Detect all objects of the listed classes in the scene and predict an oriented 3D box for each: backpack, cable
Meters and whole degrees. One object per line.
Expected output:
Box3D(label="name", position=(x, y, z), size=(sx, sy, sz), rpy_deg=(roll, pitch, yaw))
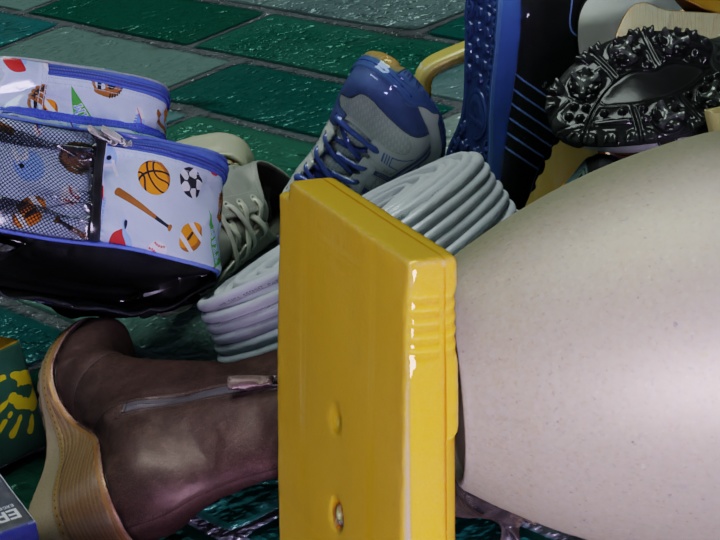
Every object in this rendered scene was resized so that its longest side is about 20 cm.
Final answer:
Box3D(label="backpack", position=(-0.176, -0.040, 1.535), size=(0.190, 0.155, 0.200), rpy_deg=(16, -11, -21))
Box3D(label="cable", position=(0.000, 0.000, 1.499), size=(0.200, 0.069, 0.200), rpy_deg=(-27, 7, 22))

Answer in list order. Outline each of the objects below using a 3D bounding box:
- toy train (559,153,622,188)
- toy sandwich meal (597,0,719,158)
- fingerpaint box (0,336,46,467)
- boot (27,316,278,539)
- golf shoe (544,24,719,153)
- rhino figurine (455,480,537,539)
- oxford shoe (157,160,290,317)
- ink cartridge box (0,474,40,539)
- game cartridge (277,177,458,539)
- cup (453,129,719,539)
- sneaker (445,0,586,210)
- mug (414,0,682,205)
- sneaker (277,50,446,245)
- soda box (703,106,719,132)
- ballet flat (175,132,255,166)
Box3D(label="toy train", position=(0.123, 0.015, 1.370), size=(0.114, 0.085, 0.200), rpy_deg=(-53, 11, 19))
Box3D(label="toy sandwich meal", position=(0.243, -0.109, 1.564), size=(0.204, 0.070, 0.206), rpy_deg=(-3, 60, 4))
Box3D(label="fingerpaint box", position=(-0.313, 0.092, 1.523), size=(0.167, 0.074, 0.200), rpy_deg=(-28, 24, -35))
Box3D(label="boot", position=(-0.095, 0.074, 1.405), size=(0.166, 0.072, 0.200), rpy_deg=(-21, 32, 15))
Box3D(label="golf shoe", position=(0.193, -0.098, 1.468), size=(0.199, 0.095, 0.078), rpy_deg=(-19, 63, -20))
Box3D(label="rhino figurine", position=(0.042, 0.090, 1.290), size=(0.060, 0.087, 0.200), rpy_deg=(-49, 29, -6))
Box3D(label="oxford shoe", position=(-0.095, -0.027, 1.697), size=(0.058, 0.075, 0.200), rpy_deg=(-8, 16, 24))
Box3D(label="ink cartridge box", position=(-0.236, 0.126, 1.332), size=(0.099, 0.039, 0.200), rpy_deg=(-19, 42, -27))
Box3D(label="game cartridge", position=(0.002, 0.069, 1.199), size=(0.032, 0.201, 0.176), rpy_deg=(-4, 17, -20))
Box3D(label="cup", position=(0.110, 0.041, 1.169), size=(0.143, 0.201, 0.200), rpy_deg=(-5, 20, -4))
Box3D(label="sneaker", position=(0.103, -0.093, 1.586), size=(0.078, 0.201, 0.070), rpy_deg=(-4, 28, -21))
Box3D(label="mug", position=(0.146, -0.121, 1.671), size=(0.186, 0.154, 0.149), rpy_deg=(-26, 24, -29))
Box3D(label="sneaker", position=(-0.004, -0.060, 1.625), size=(0.088, 0.200, 0.075), rpy_deg=(-40, 73, -24))
Box3D(label="soda box", position=(0.254, -0.062, 1.420), size=(0.064, 0.068, 0.200), rpy_deg=(-13, -4, 24))
Box3D(label="ballet flat", position=(-0.170, -0.053, 1.833), size=(0.199, 0.070, 0.069), rpy_deg=(-16, 20, -6))
